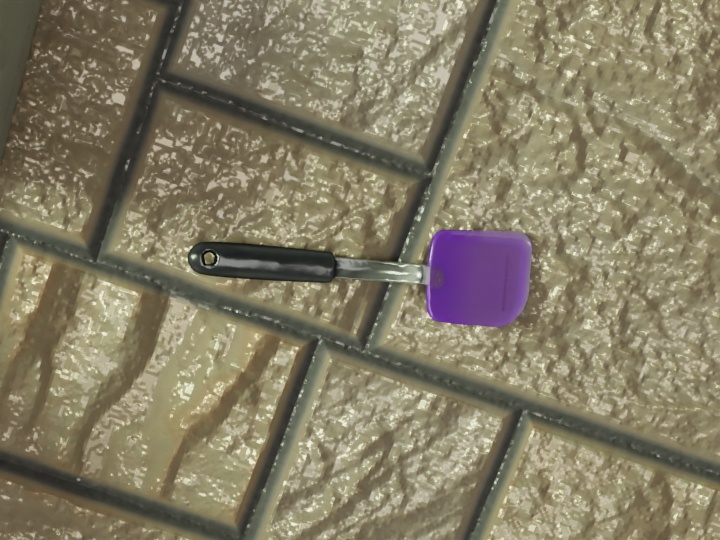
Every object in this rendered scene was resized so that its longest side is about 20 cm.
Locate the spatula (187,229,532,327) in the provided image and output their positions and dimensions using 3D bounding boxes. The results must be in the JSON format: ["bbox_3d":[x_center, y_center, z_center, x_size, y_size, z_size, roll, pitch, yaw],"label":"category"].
[{"bbox_3d":[0.000,0.000,0.889,0.200,0.021,0.057,4,90,-1],"label":"spatula"}]

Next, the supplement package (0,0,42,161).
[{"bbox_3d":[-0.279,-0.132,0.782,0.200,0.151,0.152,16,102,-6],"label":"supplement package"}]
